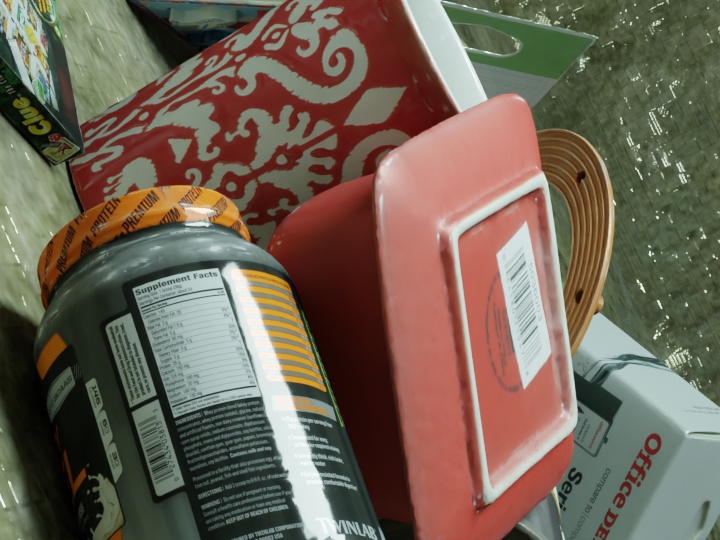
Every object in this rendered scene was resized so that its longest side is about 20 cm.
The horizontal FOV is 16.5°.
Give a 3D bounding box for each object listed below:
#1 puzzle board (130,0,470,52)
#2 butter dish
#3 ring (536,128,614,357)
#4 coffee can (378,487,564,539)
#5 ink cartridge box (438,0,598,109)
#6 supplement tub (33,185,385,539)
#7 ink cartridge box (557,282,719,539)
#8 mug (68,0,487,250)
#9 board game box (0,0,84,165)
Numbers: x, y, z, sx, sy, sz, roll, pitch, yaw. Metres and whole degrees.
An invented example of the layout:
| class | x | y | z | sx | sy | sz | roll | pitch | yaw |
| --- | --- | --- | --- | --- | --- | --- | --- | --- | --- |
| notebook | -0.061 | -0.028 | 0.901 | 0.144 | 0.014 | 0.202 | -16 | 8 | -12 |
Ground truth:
| class | x | y | z | sx | sy | sz | roll | pitch | yaw |
| --- | --- | --- | --- | --- | --- | --- | --- | --- | --- |
| puzzle board | -0.030 | -0.146 | 1.584 | 0.151 | 0.198 | 0.018 | 35 | 63 | -68 |
| butter dish | 0.009 | 0.031 | 1.182 | 0.199 | 0.147 | 0.202 | -29 | 113 | -61 |
| ring | 0.093 | 0.011 | 1.507 | 0.019 | 0.201 | 0.201 | 22 | 33 | -28 |
| coffee can | 0.036 | 0.137 | 1.326 | 0.147 | 0.146 | 0.200 | 59 | 12 | -22 |
| ink cartridge box | 0.035 | -0.119 | 1.512 | 0.144 | 0.200 | 0.048 | 10 | 56 | -22 |
| supplement tub | -0.068 | 0.072 | 1.063 | 0.123 | 0.122 | 0.201 | 43 | 23 | -60 |
| ink cartridge box | 0.139 | 0.114 | 1.627 | 0.083 | 0.147 | 0.200 | 7 | 25 | -48 |
| mug | -0.036 | -0.067 | 1.315 | 0.134 | 0.199 | 0.177 | 65 | 11 | 11 |
| board game box | -0.188 | -0.157 | 1.275 | 0.105 | 0.023 | 0.201 | 48 | 20 | -47 |
